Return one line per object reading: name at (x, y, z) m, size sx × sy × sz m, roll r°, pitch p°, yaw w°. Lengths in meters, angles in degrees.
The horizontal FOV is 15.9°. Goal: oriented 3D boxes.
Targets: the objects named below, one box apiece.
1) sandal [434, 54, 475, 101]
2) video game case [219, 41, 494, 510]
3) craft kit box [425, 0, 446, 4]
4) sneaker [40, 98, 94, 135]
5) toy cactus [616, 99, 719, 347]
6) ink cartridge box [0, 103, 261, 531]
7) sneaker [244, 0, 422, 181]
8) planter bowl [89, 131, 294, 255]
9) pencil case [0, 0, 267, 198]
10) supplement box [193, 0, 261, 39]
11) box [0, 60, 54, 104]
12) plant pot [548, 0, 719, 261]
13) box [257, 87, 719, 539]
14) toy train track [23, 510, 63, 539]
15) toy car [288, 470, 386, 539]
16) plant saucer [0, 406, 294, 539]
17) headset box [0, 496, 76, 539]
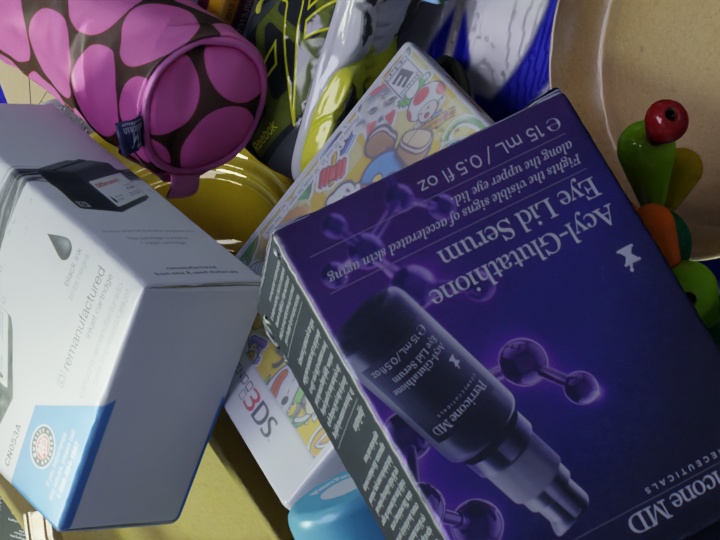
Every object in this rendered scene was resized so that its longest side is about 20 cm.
sandal at (0.052, -0.032, 1.322) m, size 0.080 × 0.057 × 0.201 m, roll -42°, pitch 41°, yaw 20°
video game case at (0.000, 0.000, 1.284) m, size 0.200 × 0.023 × 0.182 m, roll -51°, pitch 34°, yaw 9°
craft kit box at (-0.028, -0.240, 1.257) m, size 0.198 × 0.049 × 0.200 m, roll 22°, pitch 136°, yaw 51°
sneaker at (-0.180, -0.004, 1.562) m, size 0.105 × 0.076 × 0.200 m, roll -2°, pitch 101°, yaw 56°
toy cactus at (0.158, 0.024, 1.178) m, size 0.200 × 0.102 × 0.165 m, roll 56°, pitch 156°, yaw -3°
ink cartridge box at (-0.158, 0.020, 1.332) m, size 0.200 × 0.084 × 0.145 m, roll 38°, pitch 117°, yaw 39°
sneaker at (-0.019, -0.141, 1.383) m, size 0.085 × 0.074 × 0.200 m, roll 22°, pitch 99°, yaw 27°
planter bowl at (-0.104, 0.009, 1.461) m, size 0.200 × 0.083 × 0.200 m, roll -13°, pitch 54°, yaw 19°
pencil case at (-0.138, -0.119, 1.412) m, size 0.200 × 0.091 × 0.094 m, roll 38°, pitch 130°, yaw 46°
supplement box at (-0.092, -0.210, 1.484) m, size 0.200 × 0.086 × 0.110 m, roll 41°, pitch 119°, yaw 42°
box at (-0.174, -0.127, 1.615) m, size 0.163 × 0.021 × 0.200 m, roll -50°, pitch 54°, yaw 41°
plant pot at (0.169, -0.104, 1.224) m, size 0.200 × 0.027 × 0.200 m, roll -5°, pitch 83°, yaw 49°
box at (0.066, 0.050, 1.101) m, size 0.200 × 0.148 × 0.104 m, roll 59°, pitch 165°, yaw 14°
toy train track at (-0.141, 0.186, 1.428) m, size 0.200 × 0.033 × 0.115 m, roll -14°, pitch 98°, yaw 39°
toy car at (0.062, 0.152, 1.262) m, size 0.200 × 0.177 × 0.184 m, roll -128°, pitch 13°, yaw -79°
plant saucer at (-0.092, 0.157, 1.439) m, size 0.200 × 0.048 × 0.200 m, roll -19°, pitch 108°, yaw 46°
headset box at (-0.210, 0.218, 1.589) m, size 0.174 × 0.093 × 0.200 m, roll 7°, pitch 93°, yaw 48°
